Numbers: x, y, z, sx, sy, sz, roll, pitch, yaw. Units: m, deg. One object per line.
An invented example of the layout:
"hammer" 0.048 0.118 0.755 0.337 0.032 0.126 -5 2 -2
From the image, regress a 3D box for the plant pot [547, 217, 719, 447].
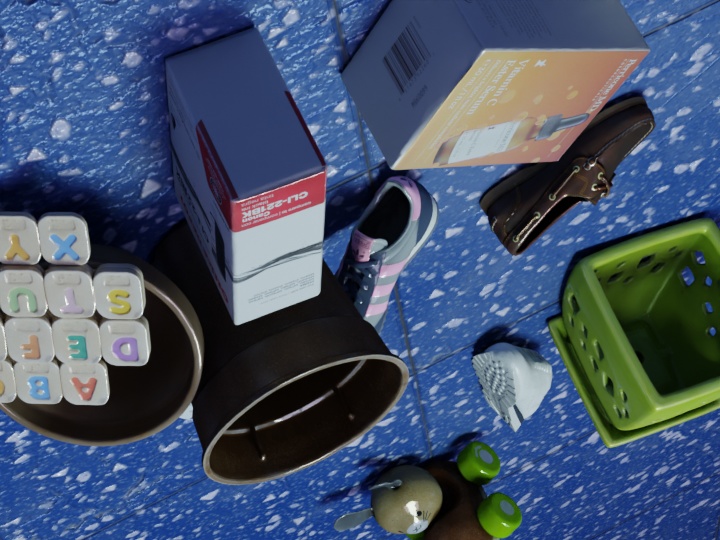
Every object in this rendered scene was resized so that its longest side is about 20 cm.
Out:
"plant pot" 0.342 0.083 2.221 0.199 0.200 0.182 -17 159 -24

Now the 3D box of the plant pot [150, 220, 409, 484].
"plant pot" -0.087 0.054 1.712 0.199 0.199 0.201 -22 155 -11

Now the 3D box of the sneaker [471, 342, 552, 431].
"sneaker" 0.188 0.122 2.286 0.080 0.077 0.200 -37 160 -8

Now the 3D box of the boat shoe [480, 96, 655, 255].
"boat shoe" 0.216 -0.091 1.906 0.200 0.071 0.070 -37 152 15

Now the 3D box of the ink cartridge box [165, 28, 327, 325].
"ink cartridge box" -0.092 -0.071 1.537 0.083 0.145 0.200 -20 153 -13

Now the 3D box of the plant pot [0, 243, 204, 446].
"plant pot" -0.229 0.046 1.631 0.199 0.093 0.202 1 127 2

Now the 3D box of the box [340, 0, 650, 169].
"box" 0.113 -0.174 1.601 0.199 0.107 0.152 -6 146 -39

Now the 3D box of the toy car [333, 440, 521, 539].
"toy car" 0.071 0.309 2.427 0.199 0.159 0.164 11 133 -37

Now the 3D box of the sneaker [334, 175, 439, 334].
"sneaker" 0.000 0.000 1.788 0.201 0.070 0.082 -64 155 -7

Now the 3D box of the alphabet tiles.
"alphabet tiles" -0.273 0.035 1.560 0.198 0.015 0.197 1 127 2

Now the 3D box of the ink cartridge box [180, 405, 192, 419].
"ink cartridge box" -0.131 0.074 1.893 0.199 0.039 0.099 -36 154 17
